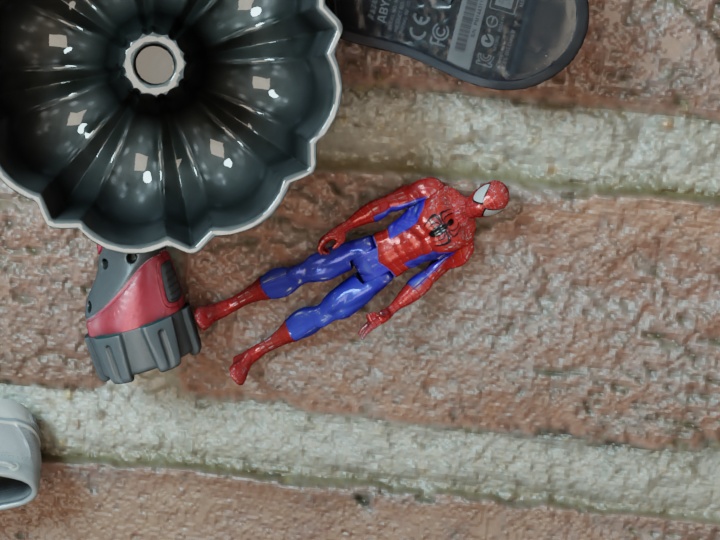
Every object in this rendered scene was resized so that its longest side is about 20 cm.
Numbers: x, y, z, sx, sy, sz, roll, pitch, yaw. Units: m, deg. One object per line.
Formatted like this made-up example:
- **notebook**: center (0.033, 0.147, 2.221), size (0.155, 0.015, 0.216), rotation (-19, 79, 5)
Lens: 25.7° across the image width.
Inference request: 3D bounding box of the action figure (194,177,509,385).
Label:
- **action figure**: center (0.000, 0.000, 0.936), size (0.199, 0.052, 0.066), rotation (-30, 97, 9)

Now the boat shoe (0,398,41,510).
- **boat shoe**: center (-0.292, 0.129, 0.951), size (0.199, 0.069, 0.072), rotation (-3, 132, -18)

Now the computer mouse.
- **computer mouse**: center (0.037, -0.169, 0.887), size (0.199, 0.053, 0.139), rotation (23, 108, 11)

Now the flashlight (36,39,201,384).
- **flashlight**: center (-0.153, -0.037, 0.930), size (0.067, 0.068, 0.201), rotation (-22, 101, -24)

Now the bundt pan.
- **bundt pan**: center (-0.111, -0.112, 0.854), size (0.201, 0.076, 0.203), rotation (-1, 98, -6)
